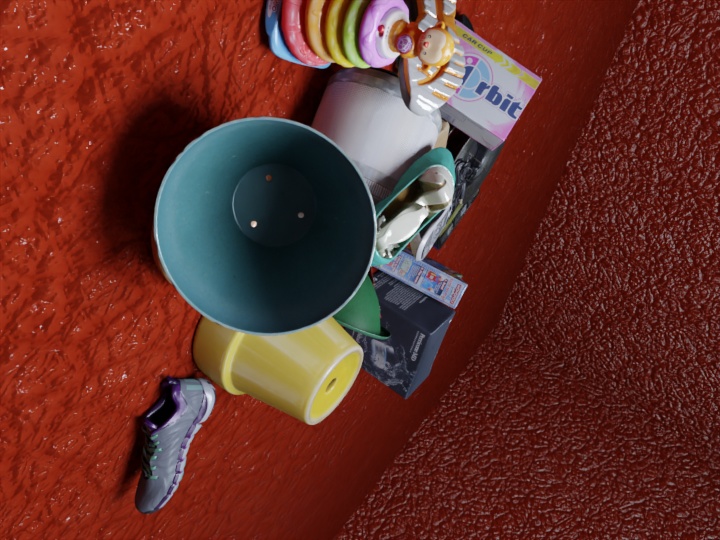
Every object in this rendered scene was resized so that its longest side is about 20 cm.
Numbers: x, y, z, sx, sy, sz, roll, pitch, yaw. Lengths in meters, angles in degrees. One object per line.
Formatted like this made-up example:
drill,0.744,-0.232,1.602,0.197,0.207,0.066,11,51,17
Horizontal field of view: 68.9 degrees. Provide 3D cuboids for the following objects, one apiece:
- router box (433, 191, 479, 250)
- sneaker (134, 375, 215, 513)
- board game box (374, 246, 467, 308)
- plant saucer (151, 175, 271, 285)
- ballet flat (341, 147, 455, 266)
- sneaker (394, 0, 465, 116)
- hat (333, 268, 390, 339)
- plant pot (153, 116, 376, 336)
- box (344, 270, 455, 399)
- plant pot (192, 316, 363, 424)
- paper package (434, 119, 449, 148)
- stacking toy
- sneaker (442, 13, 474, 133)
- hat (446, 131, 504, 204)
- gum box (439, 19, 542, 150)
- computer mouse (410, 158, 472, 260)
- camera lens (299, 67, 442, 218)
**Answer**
router box,0.224,-0.170,1.288,0.201,0.052,0.157,-53,158,-15
sneaker,-0.283,0.238,0.728,0.087,0.074,0.201,30,81,-54
board game box,0.149,0.011,1.165,0.062,0.199,0.200,-63,157,10
plant saucer,-0.164,-0.069,0.615,0.200,0.037,0.201,-45,153,-30
ballet flat,0.064,-0.072,0.597,0.200,0.070,0.068,-44,120,-23
sneaker,0.068,-0.256,0.604,0.077,0.078,0.202,-28,-131,50
hat,0.000,0.000,0.921,0.165,0.200,0.177,21,94,-41
plant pot,-0.091,-0.054,0.535,0.201,0.199,0.135,-64,-166,13
box,0.075,0.137,1.168,0.117,0.199,0.198,-31,145,-48
plant pot,-0.107,0.118,0.770,0.201,0.188,0.202,-45,155,-28
paper package,0.050,-0.144,0.886,0.191,0.103,0.201,-45,155,-31
stacking toy,0.008,-0.245,0.529,0.109,0.199,0.117,-12,128,-53
sneaker,0.149,-0.330,0.906,0.060,0.104,0.202,5,78,-54
hat,0.231,-0.253,1.159,0.200,0.081,0.202,-34,143,-30
gum box,0.163,-0.296,0.821,0.114,0.199,0.066,-57,-178,-3
computer mouse,0.133,-0.102,0.930,0.200,0.044,0.110,-53,162,-31
camera lens,0.005,-0.145,0.682,0.201,0.159,0.160,-69,158,-2
